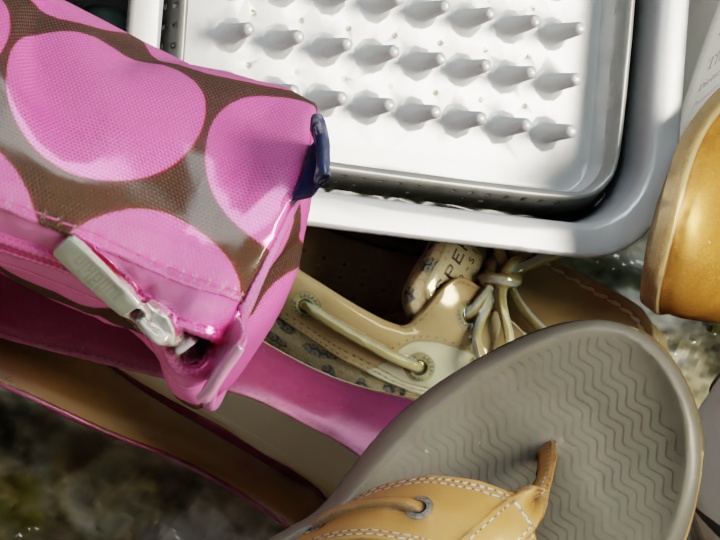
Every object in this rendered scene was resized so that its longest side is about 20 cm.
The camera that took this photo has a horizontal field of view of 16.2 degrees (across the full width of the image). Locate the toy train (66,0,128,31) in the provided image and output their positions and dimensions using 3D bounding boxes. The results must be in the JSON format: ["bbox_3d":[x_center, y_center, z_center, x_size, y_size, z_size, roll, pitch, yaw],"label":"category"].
[{"bbox_3d":[-0.075,-0.114,0.746,0.199,0.085,0.115,17,60,-21],"label":"toy train"}]

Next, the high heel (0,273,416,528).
[{"bbox_3d":[-0.030,0.054,0.664,0.096,0.067,0.200,-33,78,-37],"label":"high heel"}]

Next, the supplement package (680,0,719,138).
[{"bbox_3d":[0.106,-0.156,0.835,0.109,0.201,0.114,32,46,18],"label":"supplement package"}]

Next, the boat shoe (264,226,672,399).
[{"bbox_3d":[0.000,0.000,0.744,0.199,0.063,0.073,16,43,1],"label":"boat shoe"}]

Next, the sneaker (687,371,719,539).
[{"bbox_3d":[0.152,0.096,0.672,0.074,0.089,0.200,-16,53,-31],"label":"sneaker"}]

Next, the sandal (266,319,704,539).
[{"bbox_3d":[0.002,0.082,0.614,0.199,0.055,0.082,-27,86,-12],"label":"sandal"}]

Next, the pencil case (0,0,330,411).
[{"bbox_3d":[-0.107,-0.037,0.609,0.199,0.091,0.094,21,42,-2],"label":"pencil case"}]

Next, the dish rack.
[{"bbox_3d":[0.013,-0.108,0.714,0.171,0.043,0.201,7,85,-24],"label":"dish rack"}]

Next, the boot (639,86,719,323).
[{"bbox_3d":[0.175,-0.005,0.755,0.143,0.071,0.201,22,17,22],"label":"boot"}]
